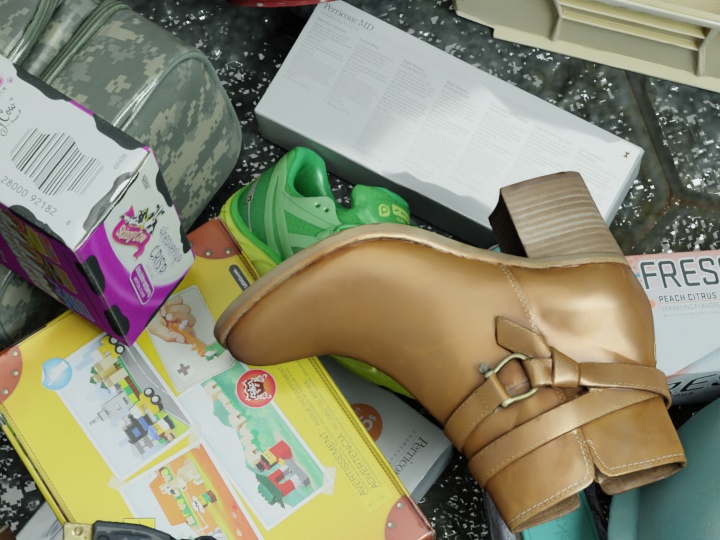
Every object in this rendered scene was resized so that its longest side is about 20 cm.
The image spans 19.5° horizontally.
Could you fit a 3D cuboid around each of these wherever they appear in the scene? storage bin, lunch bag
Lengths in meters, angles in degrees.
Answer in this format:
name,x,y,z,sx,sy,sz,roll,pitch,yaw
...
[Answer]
name,x,y,z,sx,sy,sz,roll,pitch,yaw
storage bin,0.171,-0.220,1.182,0.198,0.094,0.200,15,74,7
lunch bag,-0.189,-0.061,1.128,0.168,0.139,0.200,31,77,22

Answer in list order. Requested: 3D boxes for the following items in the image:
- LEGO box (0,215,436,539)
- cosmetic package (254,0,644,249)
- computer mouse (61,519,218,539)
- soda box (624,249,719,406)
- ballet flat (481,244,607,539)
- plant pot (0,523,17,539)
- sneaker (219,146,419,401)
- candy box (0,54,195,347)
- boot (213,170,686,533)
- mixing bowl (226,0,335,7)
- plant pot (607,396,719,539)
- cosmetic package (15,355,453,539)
name,x,y,z,sx,sy,sz,roll,pitch,yaw
LEGO box,-0.078,0.099,1.045,0.149,0.077,0.200,-32,74,-8
cosmetic package,0.049,-0.070,1.161,0.200,0.051,0.083,28,79,10
computer mouse,-0.143,0.163,0.905,0.200,0.046,0.140,-2,50,0
soda box,0.174,0.030,1.080,0.200,0.064,0.068,-4,71,-22
ballet flat,0.084,0.087,1.099,0.072,0.072,0.200,-9,71,0
plant pot,-0.188,0.259,1.011,0.187,0.187,0.200,-37,91,-9
sneaker,0.000,0.000,1.095,0.084,0.074,0.200,-53,54,8
candy box,-0.180,-0.058,0.978,0.200,0.136,0.061,32,75,14
boot,0.044,0.053,0.982,0.200,0.077,0.155,-16,72,-8
mixing bowl,-0.034,-0.208,1.154,0.200,0.200,0.108,-7,107,0
plant pot,0.203,0.142,1.027,0.134,0.200,0.200,-8,70,28
cosmetic package,-0.069,0.126,1.104,0.151,0.052,0.200,37,77,10
